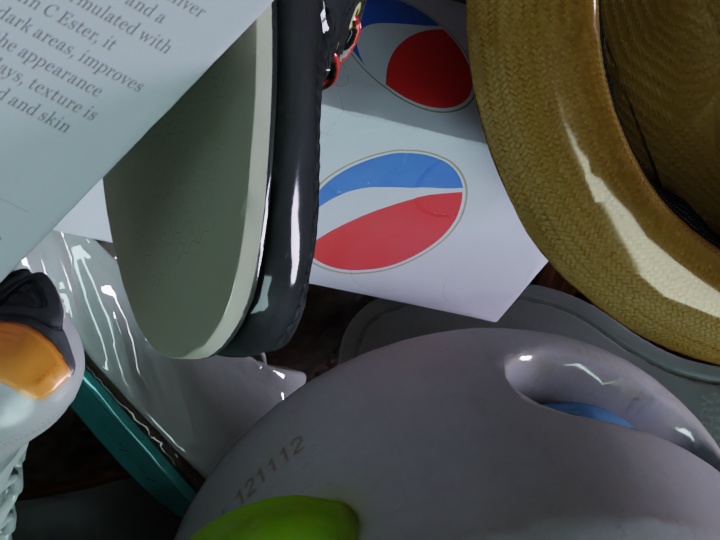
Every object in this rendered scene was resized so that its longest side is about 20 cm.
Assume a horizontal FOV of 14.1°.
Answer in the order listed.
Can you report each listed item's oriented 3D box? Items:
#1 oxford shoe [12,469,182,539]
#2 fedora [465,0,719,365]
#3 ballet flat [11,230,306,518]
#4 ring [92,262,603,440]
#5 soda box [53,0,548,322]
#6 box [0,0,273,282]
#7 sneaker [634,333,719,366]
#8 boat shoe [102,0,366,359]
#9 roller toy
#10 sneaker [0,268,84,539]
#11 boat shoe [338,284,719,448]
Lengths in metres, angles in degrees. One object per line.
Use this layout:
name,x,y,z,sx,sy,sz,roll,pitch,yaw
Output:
oxford shoe,-0.088,0.094,0.949,0.199,0.071,0.072,3,93,-24
fedora,0.114,-0.074,0.805,0.200,0.082,0.201,-2,102,-9
ballet flat,-0.087,-0.008,0.838,0.069,0.070,0.200,-36,120,11
ring,0.000,0.000,0.930,0.200,0.019,0.201,-15,138,-14
soda box,-0.029,-0.044,0.804,0.199,0.064,0.068,12,133,-35
box,-0.119,-0.086,0.679,0.200,0.152,0.106,-45,135,19
sneaker,0.156,-0.015,0.947,0.078,0.082,0.200,34,143,1
boat shoe,-0.025,-0.070,0.712,0.063,0.202,0.074,16,147,-33
roller toy,0.037,0.119,0.833,0.182,0.140,0.201,-16,121,-6
sneaker,-0.115,0.069,0.799,0.076,0.092,0.200,-35,-179,-35
boat shoe,0.089,0.058,0.931,0.199,0.076,0.060,16,153,5
